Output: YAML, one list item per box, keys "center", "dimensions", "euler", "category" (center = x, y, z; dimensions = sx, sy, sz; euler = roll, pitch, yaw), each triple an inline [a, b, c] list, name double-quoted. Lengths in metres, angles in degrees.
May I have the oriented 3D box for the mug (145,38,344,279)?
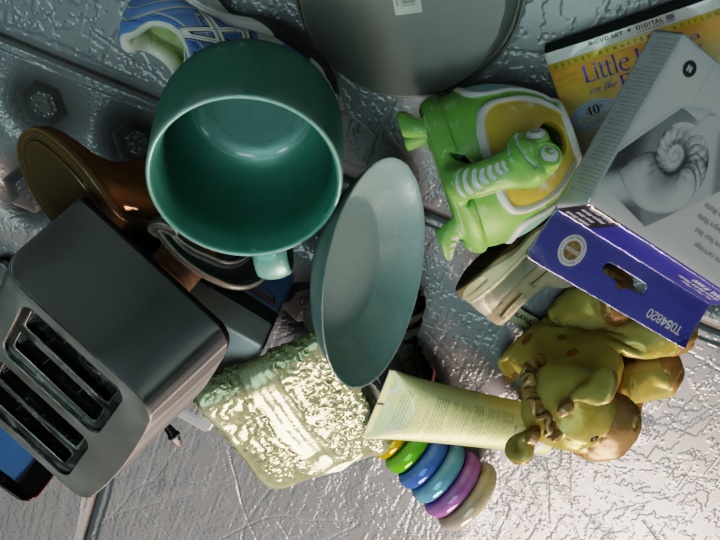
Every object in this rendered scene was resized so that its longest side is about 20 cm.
- center: [-0.095, -0.095, 0.789]
  dimensions: [0.151, 0.115, 0.185]
  euler: [18, 130, -18]
  category: "mug"

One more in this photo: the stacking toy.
- center: [0.045, 0.186, 1.037]
  dimensions: [0.200, 0.085, 0.085]
  euler: [39, 121, -7]
  category: "stacking toy"

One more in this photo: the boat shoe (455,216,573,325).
- center: [0.171, -0.019, 0.864]
  dimensions: [0.065, 0.072, 0.200]
  euler: [44, 127, -7]
  category: "boat shoe"

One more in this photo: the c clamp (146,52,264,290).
- center: [-0.137, -0.085, 0.859]
  dimensions: [0.170, 0.201, 0.027]
  euler: [20, 150, -33]
  category: "c clamp"

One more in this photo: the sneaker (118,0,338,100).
- center: [-0.114, -0.178, 0.839]
  dimensions: [0.199, 0.077, 0.076]
  euler: [26, 146, 1]
  category: "sneaker"

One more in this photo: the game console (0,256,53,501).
- center: [-0.371, 0.118, 1.058]
  dimensions: [0.200, 0.119, 0.172]
  euler: [40, 120, -13]
  category: "game console"

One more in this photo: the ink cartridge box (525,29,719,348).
- center: [0.257, -0.053, 0.776]
  dimensions: [0.199, 0.041, 0.201]
  euler: [26, 96, -27]
  category: "ink cartridge box"

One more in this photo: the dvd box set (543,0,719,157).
- center: [0.255, -0.121, 0.834]
  dimensions: [0.146, 0.029, 0.201]
  euler: [-15, 117, 20]
  category: "dvd box set"

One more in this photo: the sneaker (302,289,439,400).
- center: [0.047, 0.078, 0.974]
  dimensions: [0.200, 0.071, 0.099]
  euler: [41, 118, -14]
  category: "sneaker"

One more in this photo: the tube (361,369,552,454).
- center: [0.102, 0.144, 0.970]
  dimensions: [0.199, 0.058, 0.052]
  euler: [11, 160, -25]
  category: "tube"

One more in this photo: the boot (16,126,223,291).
- center: [-0.198, -0.082, 0.879]
  dimensions: [0.074, 0.155, 0.200]
  euler: [-25, 117, 37]
  category: "boot"

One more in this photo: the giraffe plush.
- center: [0.205, 0.103, 0.900]
  dimensions: [0.199, 0.162, 0.173]
  euler: [12, 122, 4]
  category: "giraffe plush"

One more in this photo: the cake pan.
- center: [0.037, -0.232, 0.810]
  dimensions: [0.199, 0.037, 0.201]
  euler: [5, 121, 9]
  category: "cake pan"

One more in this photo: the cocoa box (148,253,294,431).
- center: [-0.189, 0.032, 0.959]
  dimensions: [0.199, 0.131, 0.134]
  euler: [30, 122, -7]
  category: "cocoa box"

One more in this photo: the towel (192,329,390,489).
- center: [-0.059, 0.141, 0.936]
  dimensions: [0.148, 0.037, 0.200]
  euler: [-24, 135, 5]
  category: "towel"

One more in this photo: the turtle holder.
- center: [0.108, -0.096, 0.800]
  dimensions: [0.131, 0.141, 0.186]
  euler: [-19, 159, 4]
  category: "turtle holder"

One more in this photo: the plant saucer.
- center: [0.000, 0.000, 0.848]
  dimensions: [0.039, 0.201, 0.202]
  euler: [10, 124, 25]
  category: "plant saucer"

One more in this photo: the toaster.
- center: [-0.219, 0.073, 0.809]
  dimensions: [0.200, 0.119, 0.181]
  euler: [43, 133, -1]
  category: "toaster"
